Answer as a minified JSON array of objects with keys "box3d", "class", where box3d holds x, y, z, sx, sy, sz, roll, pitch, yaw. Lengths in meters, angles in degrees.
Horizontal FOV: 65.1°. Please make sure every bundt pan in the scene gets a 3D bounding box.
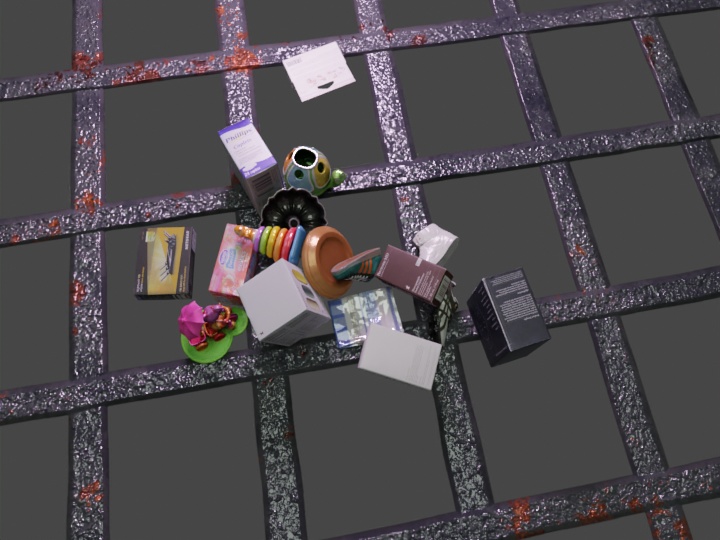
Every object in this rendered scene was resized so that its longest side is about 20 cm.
[{"box3d":[-0.195,-0.137,1.628,0.195,0.076,0.209,-2,97,-13],"class":"bundt pan"}]

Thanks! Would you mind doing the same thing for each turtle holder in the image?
[{"box3d":[-0.148,-0.289,1.682,0.141,0.132,0.185,-41,76,-16],"class":"turtle holder"}]

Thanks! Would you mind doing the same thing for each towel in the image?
[{"box3d":[0.015,0.132,1.595,0.194,0.024,0.151,-12,70,-6],"class":"towel"}]

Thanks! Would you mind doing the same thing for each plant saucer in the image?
[{"box3d":[-0.080,-0.026,1.574,0.197,0.037,0.207,16,68,-44],"class":"plant saucer"}]

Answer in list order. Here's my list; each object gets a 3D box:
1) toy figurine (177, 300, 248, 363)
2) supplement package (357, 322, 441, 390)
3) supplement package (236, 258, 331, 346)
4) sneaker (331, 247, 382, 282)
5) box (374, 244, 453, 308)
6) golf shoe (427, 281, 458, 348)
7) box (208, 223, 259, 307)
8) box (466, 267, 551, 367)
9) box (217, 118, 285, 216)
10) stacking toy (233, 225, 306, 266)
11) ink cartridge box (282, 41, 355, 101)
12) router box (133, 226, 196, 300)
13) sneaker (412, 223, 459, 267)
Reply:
[{"box3d":[-0.402,0.140,1.493,0.196,0.185,0.153,-26,73,-11],"class":"toy figurine"},{"box3d":[0.101,0.230,1.498,0.194,0.120,0.125,18,80,1],"class":"supplement package"},{"box3d":[-0.197,0.090,1.489,0.148,0.200,0.154,-32,73,8],"class":"supplement package"},{"box3d":[0.000,0.000,1.576,0.198,0.070,0.082,-25,101,-45],"class":"sneaker"},{"box3d":[0.146,0.015,1.558,0.197,0.075,0.102,23,85,33],"class":"box"},{"box3d":[0.238,0.119,1.579,0.091,0.078,0.207,3,79,-14],"class":"golf shoe"},{"box3d":[-0.351,-0.014,1.593,0.092,0.103,0.206,10,71,2],"class":"box"},{"box3d":[0.390,0.130,1.513,0.120,0.201,0.202,-14,71,-8],"class":"box"},{"box3d":[-0.309,-0.298,1.638,0.103,0.185,0.202,-29,63,-11],"class":"box"},{"box3d":[-0.254,-0.082,1.537,0.194,0.116,0.113,17,78,-1],"class":"stacking toy"},{"box3d":[-0.136,-0.644,1.856,0.195,0.045,0.180,-23,72,-9],"class":"ink cartridge box"},{"box3d":[-0.557,-0.020,1.615,0.152,0.052,0.206,-2,70,-2],"class":"router box"},{"box3d":[0.186,-0.042,1.647,0.115,0.074,0.201,34,78,27],"class":"sneaker"}]
